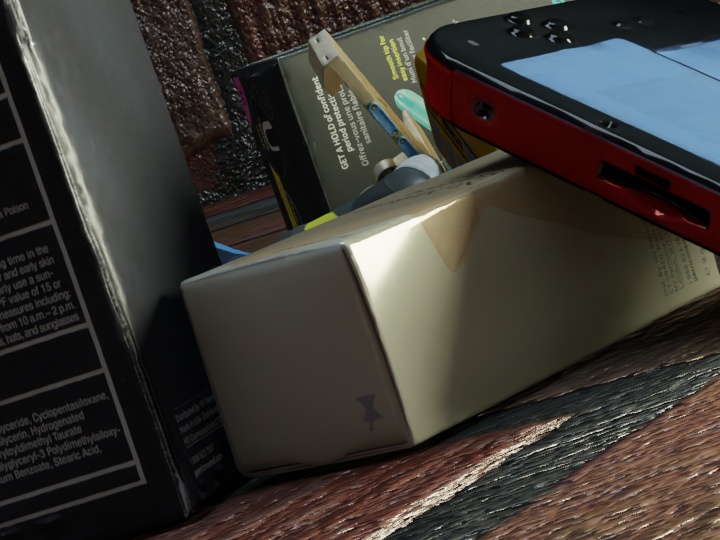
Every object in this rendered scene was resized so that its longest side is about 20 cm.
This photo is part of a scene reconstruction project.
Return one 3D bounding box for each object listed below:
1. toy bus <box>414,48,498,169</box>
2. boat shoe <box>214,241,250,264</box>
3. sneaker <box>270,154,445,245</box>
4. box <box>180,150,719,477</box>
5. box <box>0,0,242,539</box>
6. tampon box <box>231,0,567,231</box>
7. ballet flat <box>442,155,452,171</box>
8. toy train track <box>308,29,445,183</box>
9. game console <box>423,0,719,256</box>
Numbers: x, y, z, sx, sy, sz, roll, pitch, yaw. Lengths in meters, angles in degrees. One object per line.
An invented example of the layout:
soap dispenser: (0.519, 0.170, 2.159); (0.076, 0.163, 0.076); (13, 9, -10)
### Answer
toy bus: (0.085, -0.051, 1.273); (0.065, 0.078, 0.200); (-19, 32, -8)
boat shoe: (-0.096, 0.020, 1.481); (0.069, 0.084, 0.200); (-23, 3, -25)
sneaker: (0.000, 0.000, 1.455); (0.084, 0.075, 0.200); (-28, -1, -22)
box: (0.038, 0.006, 1.068); (0.095, 0.078, 0.200); (-13, 7, 42)
box: (-0.162, 0.013, 1.074); (0.200, 0.199, 0.123); (-17, 5, 18)
tampon box: (0.045, -0.092, 1.777); (0.200, 0.150, 0.126); (-20, 5, -15)
ballet flat: (0.138, -0.052, 1.382); (0.200, 0.074, 0.074); (5, 17, 30)
toy train track: (0.018, -0.058, 1.504); (0.032, 0.115, 0.200); (-34, -41, 7)
game console: (0.141, -0.060, 1.069); (0.200, 0.031, 0.177); (29, 34, 35)
